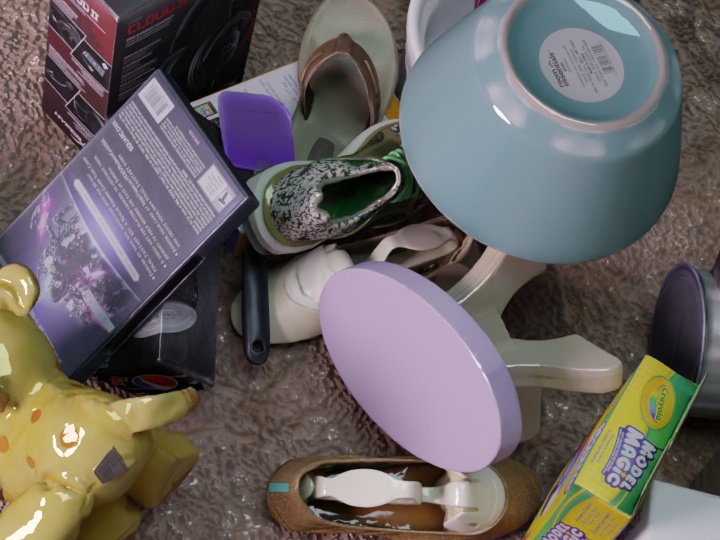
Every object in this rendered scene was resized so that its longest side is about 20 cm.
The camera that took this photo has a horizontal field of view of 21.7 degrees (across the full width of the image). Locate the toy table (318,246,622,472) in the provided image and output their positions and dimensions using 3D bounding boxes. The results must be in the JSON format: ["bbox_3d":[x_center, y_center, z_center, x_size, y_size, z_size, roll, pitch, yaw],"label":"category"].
[{"bbox_3d":[0.076,0.049,1.294,0.117,0.184,0.200,-19,44,-31],"label":"toy table"}]

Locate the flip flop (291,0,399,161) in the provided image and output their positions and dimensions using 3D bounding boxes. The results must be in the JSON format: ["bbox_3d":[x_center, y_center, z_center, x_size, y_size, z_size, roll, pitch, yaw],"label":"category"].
[{"bbox_3d":[-0.018,-0.131,1.414,0.081,0.058,0.200,18,58,0],"label":"flip flop"}]

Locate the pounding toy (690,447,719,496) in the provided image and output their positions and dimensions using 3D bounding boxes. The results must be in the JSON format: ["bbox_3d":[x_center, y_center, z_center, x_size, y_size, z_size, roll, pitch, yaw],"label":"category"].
[{"bbox_3d":[0.343,0.217,1.288,0.183,0.142,0.201,7,58,-9],"label":"pounding toy"}]

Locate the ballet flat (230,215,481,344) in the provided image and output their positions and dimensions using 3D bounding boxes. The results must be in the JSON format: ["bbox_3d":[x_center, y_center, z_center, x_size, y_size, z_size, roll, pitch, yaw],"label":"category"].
[{"bbox_3d":[0.000,0.000,1.381,0.199,0.070,0.070,-16,64,-22],"label":"ballet flat"}]

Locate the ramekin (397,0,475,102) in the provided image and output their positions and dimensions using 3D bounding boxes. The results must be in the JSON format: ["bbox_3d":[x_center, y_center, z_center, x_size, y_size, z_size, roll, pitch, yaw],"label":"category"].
[{"bbox_3d":[0.124,-0.154,1.486,0.200,0.098,0.201,6,59,-10],"label":"ramekin"}]

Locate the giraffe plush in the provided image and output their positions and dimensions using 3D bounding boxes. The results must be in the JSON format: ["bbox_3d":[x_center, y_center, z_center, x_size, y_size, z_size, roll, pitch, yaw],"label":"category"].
[{"bbox_3d":[-0.212,0.097,1.190,0.162,0.200,0.172,42,61,14],"label":"giraffe plush"}]

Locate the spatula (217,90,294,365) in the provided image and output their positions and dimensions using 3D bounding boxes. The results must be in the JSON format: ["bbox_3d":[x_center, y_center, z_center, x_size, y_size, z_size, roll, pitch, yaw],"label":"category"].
[{"bbox_3d":[-0.074,-0.032,1.352,0.056,0.021,0.201,3,82,-22],"label":"spatula"}]

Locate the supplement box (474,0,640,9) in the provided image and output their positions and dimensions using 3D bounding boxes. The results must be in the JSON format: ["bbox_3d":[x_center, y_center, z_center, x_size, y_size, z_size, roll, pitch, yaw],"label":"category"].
[{"bbox_3d":[0.137,-0.145,1.372,0.110,0.086,0.201,13,61,-7],"label":"supplement box"}]

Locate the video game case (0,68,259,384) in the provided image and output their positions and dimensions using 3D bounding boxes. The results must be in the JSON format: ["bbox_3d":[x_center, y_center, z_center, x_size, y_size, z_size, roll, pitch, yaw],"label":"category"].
[{"bbox_3d":[-0.172,-0.024,1.287,0.200,0.019,0.143,-45,54,12],"label":"video game case"}]

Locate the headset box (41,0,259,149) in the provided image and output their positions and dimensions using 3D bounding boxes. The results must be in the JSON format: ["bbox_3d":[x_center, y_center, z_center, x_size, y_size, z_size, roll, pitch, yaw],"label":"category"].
[{"bbox_3d":[-0.150,-0.189,1.378,0.149,0.200,0.077,-35,72,-30],"label":"headset box"}]

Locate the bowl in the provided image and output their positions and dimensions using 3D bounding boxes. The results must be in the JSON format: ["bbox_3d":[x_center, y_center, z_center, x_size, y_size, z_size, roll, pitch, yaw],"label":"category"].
[{"bbox_3d":[0.134,-0.117,1.247,0.200,0.105,0.201,6,61,-11],"label":"bowl"}]

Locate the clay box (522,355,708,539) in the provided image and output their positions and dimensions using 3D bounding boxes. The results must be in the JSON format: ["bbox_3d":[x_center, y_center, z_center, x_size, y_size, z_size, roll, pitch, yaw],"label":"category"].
[{"bbox_3d":[0.162,0.140,1.256,0.048,0.200,0.115,31,57,6],"label":"clay box"}]

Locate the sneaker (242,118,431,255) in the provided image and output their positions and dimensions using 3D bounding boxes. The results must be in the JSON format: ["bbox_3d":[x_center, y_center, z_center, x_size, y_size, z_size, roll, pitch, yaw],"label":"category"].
[{"bbox_3d":[0.014,-0.060,1.344,0.200,0.088,0.077,-26,104,-36],"label":"sneaker"}]

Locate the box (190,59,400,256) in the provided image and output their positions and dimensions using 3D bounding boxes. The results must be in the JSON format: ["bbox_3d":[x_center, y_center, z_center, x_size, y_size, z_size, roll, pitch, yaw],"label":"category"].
[{"bbox_3d":[-0.059,-0.092,1.440,0.200,0.042,0.119,-25,68,-23],"label":"box"}]

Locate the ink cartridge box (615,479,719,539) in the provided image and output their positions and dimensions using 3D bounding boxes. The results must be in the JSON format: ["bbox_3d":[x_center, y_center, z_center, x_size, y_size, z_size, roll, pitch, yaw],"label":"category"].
[{"bbox_3d":[0.194,0.260,1.224,0.084,0.146,0.200,16,56,-4],"label":"ink cartridge box"}]

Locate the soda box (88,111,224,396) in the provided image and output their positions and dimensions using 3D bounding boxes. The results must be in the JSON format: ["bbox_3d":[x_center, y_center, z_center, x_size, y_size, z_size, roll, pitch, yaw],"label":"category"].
[{"bbox_3d":[-0.142,-0.016,1.321,0.063,0.071,0.201,-12,65,28],"label":"soda box"}]

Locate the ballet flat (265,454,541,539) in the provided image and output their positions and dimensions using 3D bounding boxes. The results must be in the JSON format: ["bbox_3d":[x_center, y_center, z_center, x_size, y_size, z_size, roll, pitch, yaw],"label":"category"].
[{"bbox_3d":[0.036,0.153,1.290,0.199,0.072,0.068,5,78,-11],"label":"ballet flat"}]

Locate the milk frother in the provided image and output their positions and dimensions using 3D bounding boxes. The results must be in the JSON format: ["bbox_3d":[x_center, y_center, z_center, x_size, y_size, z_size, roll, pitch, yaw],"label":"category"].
[{"bbox_3d":[0.319,0.020,1.424,0.187,0.181,0.200,6,15,-10],"label":"milk frother"}]
